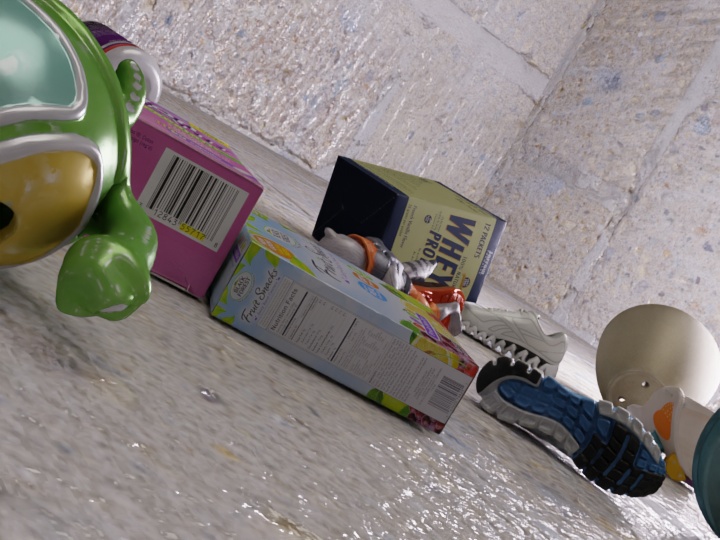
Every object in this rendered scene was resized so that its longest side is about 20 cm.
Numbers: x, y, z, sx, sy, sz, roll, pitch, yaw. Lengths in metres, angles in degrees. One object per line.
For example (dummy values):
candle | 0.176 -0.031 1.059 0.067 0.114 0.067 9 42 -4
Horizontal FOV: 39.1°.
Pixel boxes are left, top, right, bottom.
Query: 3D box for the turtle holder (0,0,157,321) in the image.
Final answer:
turtle holder | -0.185 -0.053 0.488 0.132 0.140 0.187 -53 124 -69

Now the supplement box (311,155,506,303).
supplement box | 0.069 -0.062 1.517 0.198 0.135 0.200 11 16 -32

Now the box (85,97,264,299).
box | -0.186 -0.084 0.790 0.175 0.097 0.200 29 6 -21

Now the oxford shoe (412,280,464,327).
oxford shoe | 0.065 0.036 1.203 0.072 0.072 0.200 28 4 28

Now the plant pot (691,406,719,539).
plant pot | 0.407 0.218 0.925 0.199 0.201 0.196 32 15 13

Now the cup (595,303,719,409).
cup | 0.455 0.172 1.599 0.199 0.201 0.143 33 33 15

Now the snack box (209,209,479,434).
snack box | -0.021 0.032 0.807 0.199 0.068 0.169 28 7 -15

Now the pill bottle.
pill bottle | -0.383 -0.299 1.494 0.112 0.113 0.200 24 9 -47

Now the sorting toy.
sorting toy | 0.451 0.237 1.395 0.199 0.107 0.180 29 -1 -13

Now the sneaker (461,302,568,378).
sneaker | 0.222 0.086 1.532 0.199 0.081 0.075 30 8 1

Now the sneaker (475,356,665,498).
sneaker | 0.210 0.150 0.999 0.199 0.075 0.087 34 1 18

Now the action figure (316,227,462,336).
action figure | 0.000 0.000 1.020 0.199 0.105 0.193 33 1 30
